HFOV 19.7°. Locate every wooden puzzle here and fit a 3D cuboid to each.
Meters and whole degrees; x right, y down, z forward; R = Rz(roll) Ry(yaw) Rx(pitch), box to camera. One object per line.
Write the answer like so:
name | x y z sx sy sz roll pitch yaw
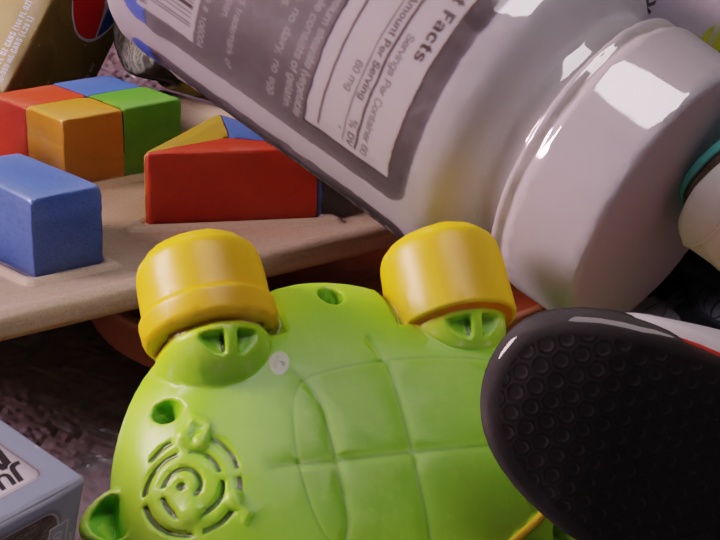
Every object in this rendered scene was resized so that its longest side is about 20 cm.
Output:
wooden puzzle | -0.108 -0.030 0.735 0.199 0.047 0.185 -19 26 -35

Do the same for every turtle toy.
turtle toy | 0.013 0.069 0.606 0.198 0.101 0.147 -2 64 -22

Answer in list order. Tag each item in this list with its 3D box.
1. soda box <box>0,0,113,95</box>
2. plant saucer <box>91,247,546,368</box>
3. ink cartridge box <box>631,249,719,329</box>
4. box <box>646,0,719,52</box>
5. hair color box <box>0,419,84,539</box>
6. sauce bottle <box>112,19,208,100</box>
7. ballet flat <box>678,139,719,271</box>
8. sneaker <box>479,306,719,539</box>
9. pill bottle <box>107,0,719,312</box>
soda box | -0.117 -0.158 0.856 0.064 0.201 0.068 21 -11 17
plant saucer | 0.000 0.000 0.748 0.198 0.033 0.201 -5 22 2
ink cartridge box | 0.139 0.027 0.761 0.099 0.039 0.200 28 42 27
box | 0.184 -0.064 0.756 0.199 0.117 0.060 6 33 -32
hair color box | -0.170 0.059 0.567 0.199 0.100 0.060 30 34 28
sauce bottle | -0.006 -0.087 0.869 0.199 0.065 0.065 15 25 -32
ballet flat | 0.172 0.000 0.682 0.069 0.070 0.199 36 16 35
sneaker | 0.123 0.051 0.593 0.200 0.068 0.108 19 16 -8
pill bottle | 0.022 -0.074 0.676 0.199 0.114 0.113 36 38 23
